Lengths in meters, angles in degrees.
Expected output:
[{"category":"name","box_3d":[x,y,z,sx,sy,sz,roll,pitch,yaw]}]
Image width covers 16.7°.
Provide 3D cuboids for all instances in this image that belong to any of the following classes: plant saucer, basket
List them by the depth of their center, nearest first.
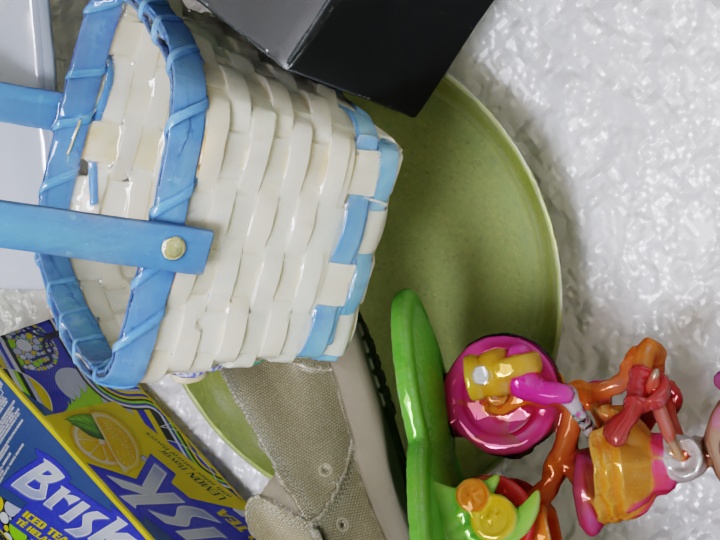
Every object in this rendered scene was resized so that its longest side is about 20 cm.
[{"category":"basket","box_3d":[-0.097,-0.035,0.915,0.199,0.176,0.140,13,107,-20]},{"category":"plant saucer","box_3d":[0.000,0.000,1.020,0.199,0.031,0.202,7,104,29]}]

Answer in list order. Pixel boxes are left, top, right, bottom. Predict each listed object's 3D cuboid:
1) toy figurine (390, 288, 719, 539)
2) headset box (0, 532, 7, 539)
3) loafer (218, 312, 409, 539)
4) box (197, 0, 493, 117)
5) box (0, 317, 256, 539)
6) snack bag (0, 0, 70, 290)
[{"category":"toy figurine","box_3d":[0.117,0.089,0.921,0.183,0.150,0.202,-11,80,9]},{"category":"headset box","box_3d":[-0.250,0.181,1.169,0.200,0.093,0.175,-37,77,32]},{"category":"loafer","box_3d":[-0.006,0.107,0.967,0.067,0.076,0.201,-17,71,7]},{"category":"box","box_3d":[-0.042,-0.170,0.921,0.200,0.148,0.125,38,99,18]},{"category":"box","box_3d":[-0.099,0.114,1.076,0.200,0.070,0.064,46,123,17]},{"category":"snack bag","box_3d":[-0.207,-0.076,1.038,0.199,0.021,0.190,2,102,27]}]
